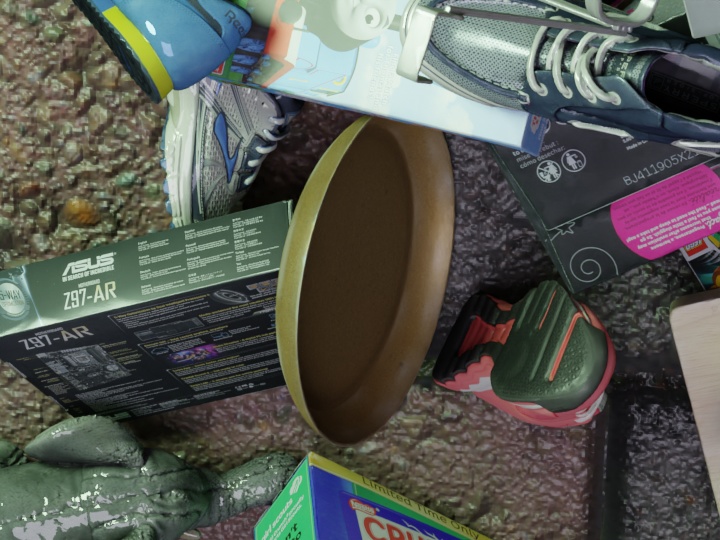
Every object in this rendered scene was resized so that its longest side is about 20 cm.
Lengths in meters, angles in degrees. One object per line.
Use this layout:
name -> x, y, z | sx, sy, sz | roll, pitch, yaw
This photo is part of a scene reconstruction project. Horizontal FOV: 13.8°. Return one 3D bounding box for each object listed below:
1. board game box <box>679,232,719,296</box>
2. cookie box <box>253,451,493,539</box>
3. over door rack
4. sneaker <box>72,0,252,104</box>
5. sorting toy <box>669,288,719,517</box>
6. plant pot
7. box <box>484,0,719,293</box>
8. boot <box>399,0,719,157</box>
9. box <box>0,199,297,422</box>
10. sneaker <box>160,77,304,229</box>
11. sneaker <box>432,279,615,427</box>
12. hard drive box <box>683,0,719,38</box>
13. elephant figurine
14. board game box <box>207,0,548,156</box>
board game box -> 0.296, -0.021, 1.723 | 0.200, 0.035, 0.126 | -27, 110, 20
cookie box -> 0.026, 0.225, 1.777 | 0.171, 0.200, 0.075 | 27, 118, -22
over door rack -> 0.038, -0.154, 1.452 | 0.148, 0.200, 0.067 | 24, 116, 34
sneaker -> -0.132, -0.178, 1.662 | 0.078, 0.200, 0.066 | -36, 148, -7
sorting toy -> 0.295, 0.099, 1.708 | 0.199, 0.070, 0.199 | -12, 105, 14
plant pot -> 0.000, 0.000, 1.696 | 0.027, 0.200, 0.201 | 12, 119, 24
box -> 0.180, -0.100, 1.657 | 0.200, 0.115, 0.132 | -24, 109, 19
boot -> 0.118, -0.110, 1.526 | 0.199, 0.090, 0.073 | 13, 89, 1
box -> -0.103, 0.030, 1.755 | 0.199, 0.044, 0.160 | -14, 154, 16
sneaker -> -0.073, -0.084, 1.729 | 0.085, 0.077, 0.201 | -2, 118, 3
sneaker -> 0.116, 0.055, 1.722 | 0.087, 0.200, 0.074 | 28, 84, -17
hard drive box -> 0.194, -0.234, 1.539 | 0.077, 0.200, 0.156 | -11, 114, 14
elephant figurine -> -0.162, 0.144, 1.817 | 0.200, 0.155, 0.142 | -19, 118, 25
board game box -> 0.021, -0.158, 1.626 | 0.199, 0.037, 0.152 | 14, 89, 22
